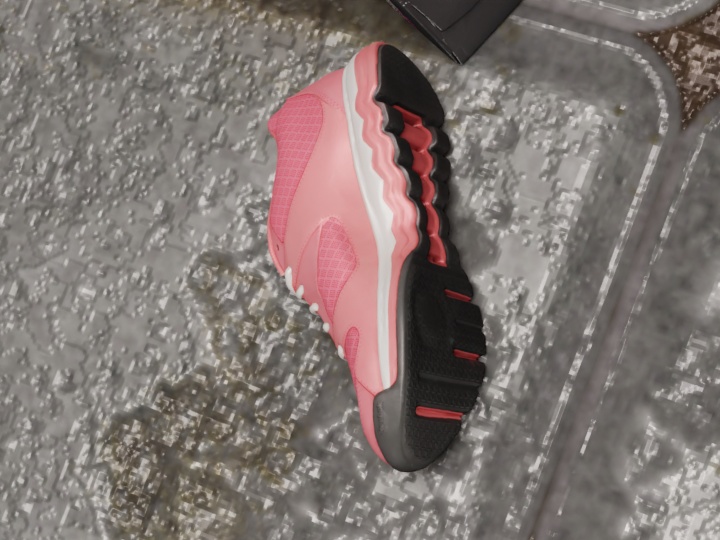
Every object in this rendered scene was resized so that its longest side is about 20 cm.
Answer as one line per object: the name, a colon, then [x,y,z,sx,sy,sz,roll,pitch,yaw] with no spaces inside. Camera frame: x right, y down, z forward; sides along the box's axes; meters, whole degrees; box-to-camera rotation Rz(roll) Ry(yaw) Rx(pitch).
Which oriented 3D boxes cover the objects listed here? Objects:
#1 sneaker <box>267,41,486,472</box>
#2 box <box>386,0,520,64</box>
sneaker: [0.000,0.000,0.951,0.086,0.074,0.201,-18,66,30]
box: [0.014,-0.226,0.963,0.149,0.124,0.200,-46,67,6]
